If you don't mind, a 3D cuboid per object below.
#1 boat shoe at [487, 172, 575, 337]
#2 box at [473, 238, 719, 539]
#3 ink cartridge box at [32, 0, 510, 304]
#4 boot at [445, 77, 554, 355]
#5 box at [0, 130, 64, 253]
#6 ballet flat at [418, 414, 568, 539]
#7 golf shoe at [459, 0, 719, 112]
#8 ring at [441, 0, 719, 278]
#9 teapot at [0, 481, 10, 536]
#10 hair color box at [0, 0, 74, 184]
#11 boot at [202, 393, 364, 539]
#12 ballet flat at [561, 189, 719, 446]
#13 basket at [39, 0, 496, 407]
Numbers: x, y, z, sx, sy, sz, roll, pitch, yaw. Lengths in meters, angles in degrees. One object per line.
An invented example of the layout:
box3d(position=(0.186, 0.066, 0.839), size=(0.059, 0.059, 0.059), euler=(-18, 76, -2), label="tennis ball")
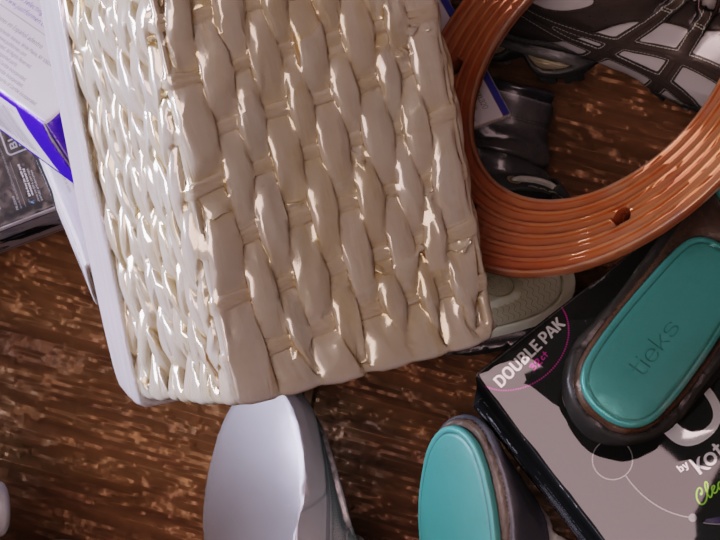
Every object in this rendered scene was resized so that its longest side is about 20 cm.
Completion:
box3d(position=(0.000, 0.000, 1.339), size=(0.200, 0.072, 0.068), euler=(-10, 43, 14), label="boat shoe")
box3d(position=(0.170, 0.048, 1.293), size=(0.200, 0.124, 0.149), euler=(-38, 83, -3), label="box")
box3d(position=(-0.041, -0.060, 1.320), size=(0.200, 0.037, 0.095), euler=(-21, 53, -7), label="ink cartridge box")
box3d(position=(-0.001, -0.019, 1.396), size=(0.200, 0.070, 0.132), euler=(-9, 87, 3), label="boot")
box3d(position=(-0.222, -0.026, 1.424), size=(0.200, 0.117, 0.060), euler=(-20, 88, 13), label="box")
box3d(position=(0.066, 0.161, 1.360), size=(0.073, 0.073, 0.200), euler=(0, 97, 15), label="ballet flat")
box3d(position=(0.137, -0.122, 1.331), size=(0.200, 0.094, 0.078), euler=(6, 62, 13), label="golf shoe")
box3d(position=(0.104, -0.082, 1.237), size=(0.200, 0.019, 0.200), euler=(-23, 47, 28), label="ring")
box3d(position=(-0.235, 0.113, 1.362), size=(0.146, 0.200, 0.197), euler=(0, 108, -13), label="teapot")
box3d(position=(-0.090, -0.138, 1.308), size=(0.200, 0.065, 0.109), euler=(-46, 53, -12), label="hair color box")
box3d(position=(-0.014, 0.154, 1.387), size=(0.074, 0.096, 0.200), euler=(-12, 76, 44), label="boot")
box3d(position=(0.153, -0.010, 1.205), size=(0.200, 0.068, 0.068), euler=(-44, 83, -6), label="ballet flat")
box3d(position=(-0.038, -0.050, 1.204), size=(0.136, 0.123, 0.200), euler=(-14, 98, -21), label="basket")
